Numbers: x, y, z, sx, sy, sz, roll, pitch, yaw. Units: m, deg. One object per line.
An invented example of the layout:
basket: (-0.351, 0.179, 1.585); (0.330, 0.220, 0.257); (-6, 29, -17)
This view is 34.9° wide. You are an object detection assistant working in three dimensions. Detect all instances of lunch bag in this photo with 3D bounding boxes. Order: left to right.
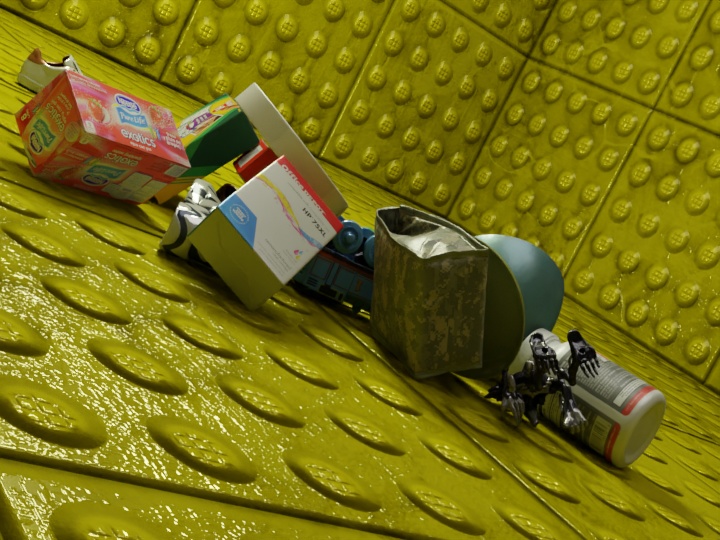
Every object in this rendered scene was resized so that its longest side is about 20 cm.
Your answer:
lunch bag: (0.076, 0.020, 1.464); (0.116, 0.167, 0.200); (-8, 23, -22)

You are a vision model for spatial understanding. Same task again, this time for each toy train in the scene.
toy train: (0.000, 0.000, 1.583); (0.198, 0.116, 0.087); (24, 2, -26)

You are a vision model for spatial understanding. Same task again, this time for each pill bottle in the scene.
pill bottle: (0.306, 0.168, 1.564); (0.199, 0.117, 0.115); (34, 10, 32)

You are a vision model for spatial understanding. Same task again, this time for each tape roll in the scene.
tape roll: (-0.088, -0.153, 1.486); (0.204, 0.037, 0.203); (52, 0, 0)

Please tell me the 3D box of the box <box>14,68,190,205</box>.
box: (-0.323, -0.163, 1.447); (0.199, 0.102, 0.096); (14, 48, -58)

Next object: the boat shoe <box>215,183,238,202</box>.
boat shoe: (-0.168, -0.069, 1.608); (0.071, 0.068, 0.200); (22, 10, -35)

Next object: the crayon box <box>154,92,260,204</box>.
crayon box: (-0.247, -0.186, 1.701); (0.059, 0.171, 0.200); (61, -5, -21)

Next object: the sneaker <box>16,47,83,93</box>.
sneaker: (-0.506, -0.331, 2.048); (0.198, 0.086, 0.073); (25, 6, -30)

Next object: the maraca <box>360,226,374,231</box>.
maraca: (0.041, -0.009, 1.756); (0.136, 0.107, 0.201); (32, 20, -21)

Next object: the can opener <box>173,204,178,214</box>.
can opener: (-0.174, -0.052, 1.517); (0.063, 0.080, 0.198); (18, 2, -45)

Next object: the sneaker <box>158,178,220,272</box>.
sneaker: (-0.169, -0.043, 1.414); (0.128, 0.080, 0.199); (29, 7, -7)

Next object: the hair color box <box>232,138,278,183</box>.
hair color box: (-0.097, -0.086, 1.637); (0.201, 0.061, 0.102); (53, -1, -18)

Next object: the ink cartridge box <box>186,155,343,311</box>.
ink cartridge box: (-0.099, -0.054, 1.341); (0.117, 0.067, 0.200); (49, 37, -5)

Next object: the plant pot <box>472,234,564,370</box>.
plant pot: (0.193, 0.068, 1.661); (0.198, 0.201, 0.136); (26, 44, -10)

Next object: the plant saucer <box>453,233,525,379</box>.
plant saucer: (0.143, 0.044, 1.516); (0.199, 0.203, 0.031); (33, 35, 32)

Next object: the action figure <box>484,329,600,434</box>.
action figure: (0.227, 0.155, 1.445); (0.116, 0.104, 0.201); (-1, -29, -9)
